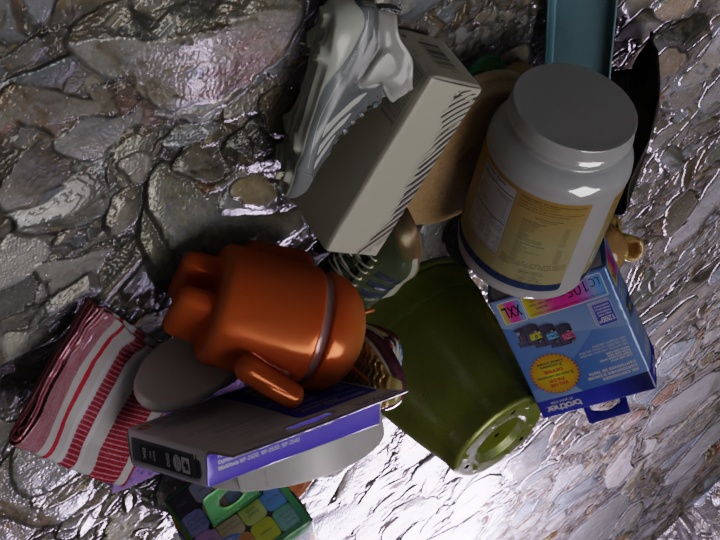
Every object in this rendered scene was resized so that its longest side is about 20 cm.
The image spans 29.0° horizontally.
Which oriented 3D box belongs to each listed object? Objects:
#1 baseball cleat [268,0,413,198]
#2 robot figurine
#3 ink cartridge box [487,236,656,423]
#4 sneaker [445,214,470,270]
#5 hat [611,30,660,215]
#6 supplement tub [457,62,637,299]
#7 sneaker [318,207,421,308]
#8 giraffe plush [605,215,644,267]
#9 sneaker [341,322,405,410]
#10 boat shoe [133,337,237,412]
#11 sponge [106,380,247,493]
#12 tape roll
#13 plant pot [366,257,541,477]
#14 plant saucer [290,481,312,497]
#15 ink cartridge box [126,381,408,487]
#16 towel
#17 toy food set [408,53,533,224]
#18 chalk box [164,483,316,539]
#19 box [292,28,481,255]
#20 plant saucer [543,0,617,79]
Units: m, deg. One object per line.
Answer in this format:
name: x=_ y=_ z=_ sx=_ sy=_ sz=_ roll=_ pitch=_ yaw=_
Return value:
baseball cleat: x=-0.012 y=-0.140 z=1.200 sx=0.105 sy=0.070 sz=0.201 roll=4 pitch=134 yaw=-18
robot figurine: x=-0.080 y=0.047 z=1.293 sx=0.198 sy=0.144 sz=0.118 roll=15 pitch=103 yaw=-17
ink cartridge box: x=0.236 y=0.073 z=1.509 sx=0.135 sy=0.077 sz=0.201 roll=-18 pitch=121 yaw=20
sneaker: x=0.171 y=-0.078 z=1.534 sx=0.200 sy=0.072 sz=0.083 roll=-50 pitch=174 yaw=37
hat: x=0.265 y=-0.164 z=1.507 sx=0.201 sy=0.080 sz=0.203 roll=10 pitch=90 yaw=-88
supplement tub: x=0.182 y=-0.086 z=1.357 sx=0.143 sy=0.145 sz=0.201 roll=-23 pitch=147 yaw=-30
sneaker: x=0.000 y=0.000 z=1.402 sx=0.089 sy=0.068 sz=0.200 roll=-24 pitch=167 yaw=-16
giraffe plush: x=0.255 y=-0.004 z=1.645 sx=0.162 sy=0.200 sz=0.172 roll=-48 pitch=128 yaw=1
sneaker: x=0.014 y=0.088 z=1.407 sx=0.089 sy=0.200 sz=0.076 roll=2 pitch=104 yaw=-26
boat shoe: x=-0.147 y=0.090 z=1.357 sx=0.200 sy=0.072 sz=0.069 roll=-43 pitch=160 yaw=-47
sponge: x=-0.177 y=0.157 z=1.474 sx=0.198 sy=0.030 sz=0.112 roll=-22 pitch=145 yaw=-30
tape roll: x=-0.075 y=0.164 z=1.397 sx=0.201 sy=0.202 sz=0.038 roll=-19 pitch=105 yaw=-35
plant pot: x=0.105 y=0.125 z=1.607 sx=0.199 sy=0.193 sz=0.201 roll=-30 pitch=150 yaw=-20
plant saucer: x=-0.133 y=0.254 z=1.658 sx=0.199 sy=0.038 sz=0.201 roll=-30 pitch=149 yaw=-20
ink cartridge box: x=-0.085 y=0.146 z=1.287 sx=0.197 sy=0.199 sz=0.044 roll=-17 pitch=101 yaw=-35
towel: x=-0.237 y=0.121 z=1.305 sx=0.145 sy=0.023 sz=0.200 roll=-62 pitch=153 yaw=-9
toy food set: x=0.094 y=-0.128 z=1.393 sx=0.197 sy=0.049 sz=0.201 roll=0 pitch=132 yaw=-51
chalk box: x=-0.129 y=0.288 z=1.541 sx=0.124 sy=0.124 sz=0.201 roll=-32 pitch=151 yaw=-16
box: x=0.021 y=-0.115 z=1.278 sx=0.068 sy=0.082 sz=0.201 roll=5 pitch=130 yaw=-41
plant saucer: x=0.218 y=-0.216 z=1.388 sx=0.201 sy=0.069 sz=0.019 roll=85 pitch=22 yaw=-47
